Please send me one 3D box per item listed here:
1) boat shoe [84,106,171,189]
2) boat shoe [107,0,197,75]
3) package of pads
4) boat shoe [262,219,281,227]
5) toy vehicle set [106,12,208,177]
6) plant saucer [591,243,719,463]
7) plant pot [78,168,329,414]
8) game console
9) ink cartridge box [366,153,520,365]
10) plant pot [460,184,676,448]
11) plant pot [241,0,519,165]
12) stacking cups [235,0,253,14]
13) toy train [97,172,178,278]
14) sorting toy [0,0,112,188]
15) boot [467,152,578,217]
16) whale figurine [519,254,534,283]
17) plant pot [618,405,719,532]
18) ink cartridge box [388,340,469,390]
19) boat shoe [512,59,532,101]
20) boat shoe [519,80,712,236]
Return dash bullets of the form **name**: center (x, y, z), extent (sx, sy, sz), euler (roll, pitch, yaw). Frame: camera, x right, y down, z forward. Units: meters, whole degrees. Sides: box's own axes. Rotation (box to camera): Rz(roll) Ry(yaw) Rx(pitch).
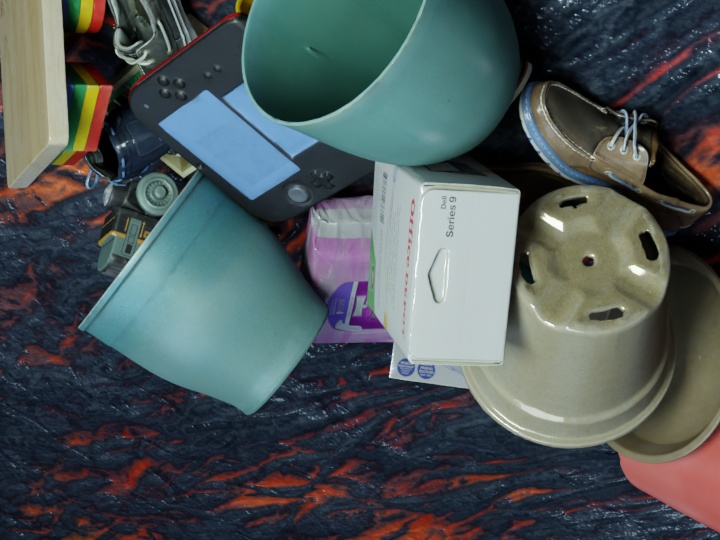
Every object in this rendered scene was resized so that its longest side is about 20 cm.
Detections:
- **boat shoe**: center (-0.246, -0.128, 1.575), extent (0.085, 0.068, 0.200), euler (64, 157, 0)
- **boat shoe**: center (-0.197, -0.218, 1.448), extent (0.072, 0.071, 0.201), euler (14, 133, 37)
- **package of pads**: center (0.000, 0.000, 1.622), extent (0.119, 0.076, 0.201), euler (0, 150, -7)
- **boat shoe**: center (-0.056, -0.104, 1.552), extent (0.200, 0.074, 0.069), euler (-37, 80, 49)
- **toy vehicle set**: center (-0.174, -0.170, 1.584), extent (0.124, 0.027, 0.200), euler (39, 148, -17)
- **plant saucer**: center (0.276, 0.076, 1.467), extent (0.029, 0.202, 0.199), euler (7, 165, -37)
- **plant pot**: center (-0.139, 0.032, 1.544), extent (0.187, 0.201, 0.200), euler (38, 148, -6)
- **game console**: center (-0.094, -0.131, 1.432), extent (0.200, 0.031, 0.176), euler (39, 140, -25)
- **ink cartridge box**: center (0.064, -0.016, 1.331), extent (0.087, 0.147, 0.200), euler (2, -168, -8)
- **plant pot**: center (0.184, 0.025, 1.352), extent (0.199, 0.202, 0.184), euler (21, 157, 10)
- **plant pot**: center (0.031, -0.176, 1.262), extent (0.199, 0.202, 0.160), euler (-6, 157, 43)
- **stacking cups**: center (-0.101, -0.169, 1.469), extent (0.060, 0.061, 0.201), euler (25, 141, 4)
- **toy train**: center (-0.186, -0.026, 1.690), extent (0.199, 0.115, 0.085), euler (20, 163, -20)
- **sorting toy**: center (-0.284, -0.195, 1.490), extent (0.069, 0.202, 0.199), euler (-1, 172, -23)
- **boot**: center (0.136, -0.057, 1.464), extent (0.198, 0.076, 0.074), euler (11, 143, 23)
- **whale figurine**: center (0.133, 0.039, 1.579), extent (0.158, 0.104, 0.200), euler (10, 153, 26)
- **plant pot**: center (0.356, 0.160, 1.518), extent (0.176, 0.201, 0.201), euler (11, 147, 44)
- **ink cartridge box**: center (0.131, 0.103, 1.630), extent (0.198, 0.045, 0.094), euler (7, 177, 5)
- **boat shoe**: center (0.067, -0.154, 1.383), extent (0.063, 0.071, 0.199), euler (44, 150, -21)
- **boat shoe**: center (0.219, -0.104, 1.342), extent (0.199, 0.073, 0.072), euler (33, 146, -28)
